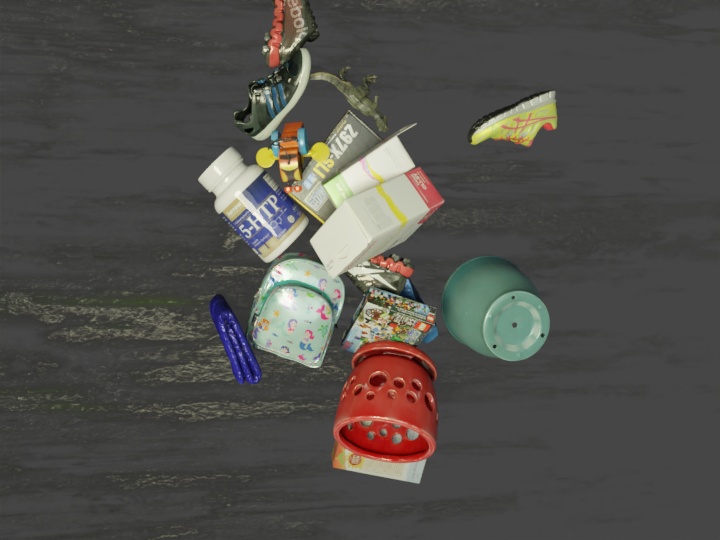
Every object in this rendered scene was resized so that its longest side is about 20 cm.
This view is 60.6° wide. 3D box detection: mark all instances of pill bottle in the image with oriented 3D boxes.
[{"bbox_3d":[-0.203,-0.126,1.156,0.120,0.120,0.200,-43,103,2],"label":"pill bottle"}]

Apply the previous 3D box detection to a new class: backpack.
[{"bbox_3d":[-0.122,0.072,1.197,0.175,0.151,0.203,21,93,-10],"label":"backpack"}]

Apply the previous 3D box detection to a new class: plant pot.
[{"bbox_3d":[0.280,0.086,1.228,0.196,0.188,0.204,-2,101,-8],"label":"plant pot"},{"bbox_3d":[0.057,0.248,1.193,0.197,0.201,0.185,20,54,-11],"label":"plant pot"}]

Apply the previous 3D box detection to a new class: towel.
[{"bbox_3d":[-0.244,0.129,1.159,0.049,0.200,0.150,-27,103,-13],"label":"towel"}]

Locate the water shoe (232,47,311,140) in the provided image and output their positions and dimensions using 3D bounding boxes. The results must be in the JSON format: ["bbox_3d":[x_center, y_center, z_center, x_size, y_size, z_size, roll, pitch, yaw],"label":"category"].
[{"bbox_3d":[-0.161,-0.318,1.106,0.078,0.072,0.200,16,130,-34],"label":"water shoe"}]

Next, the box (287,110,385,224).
[{"bbox_3d":[-0.025,-0.183,1.206,0.159,0.049,0.201,39,94,-11],"label":"box"}]

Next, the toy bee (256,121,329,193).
[{"bbox_3d":[-0.132,-0.201,1.117,0.129,0.200,0.111,5,114,22],"label":"toy bee"}]

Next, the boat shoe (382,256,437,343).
[{"bbox_3d":[0.084,0.061,1.260,0.083,0.069,0.202,-28,103,7],"label":"boat shoe"}]

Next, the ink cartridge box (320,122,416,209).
[{"bbox_3d":[0.027,-0.186,1.127,0.198,0.117,0.068,-34,102,0],"label":"ink cartridge box"}]

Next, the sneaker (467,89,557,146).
[{"bbox_3d":[0.307,-0.282,1.217,0.197,0.078,0.092,-23,105,-3],"label":"sneaker"}]

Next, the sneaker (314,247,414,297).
[{"bbox_3d":[0.000,0.000,1.179,0.197,0.071,0.100,18,91,-2],"label":"sneaker"}]

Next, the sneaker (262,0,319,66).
[{"bbox_3d":[-0.117,-0.468,1.118,0.096,0.071,0.204,10,102,-9],"label":"sneaker"}]

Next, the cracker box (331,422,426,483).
[{"bbox_3d":[0.048,0.366,1.318,0.196,0.058,0.136,14,99,-9],"label":"cracker box"}]

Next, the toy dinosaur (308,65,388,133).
[{"bbox_3d":[-0.012,-0.341,1.160,0.198,0.047,0.089,28,55,-26],"label":"toy dinosaur"}]

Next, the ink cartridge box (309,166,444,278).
[{"bbox_3d":[0.028,-0.085,1.078,0.199,0.145,0.084,-29,81,-39],"label":"ink cartridge box"}]

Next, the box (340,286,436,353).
[{"bbox_3d":[0.050,0.115,1.208,0.134,0.201,0.038,19,54,-6],"label":"box"}]
